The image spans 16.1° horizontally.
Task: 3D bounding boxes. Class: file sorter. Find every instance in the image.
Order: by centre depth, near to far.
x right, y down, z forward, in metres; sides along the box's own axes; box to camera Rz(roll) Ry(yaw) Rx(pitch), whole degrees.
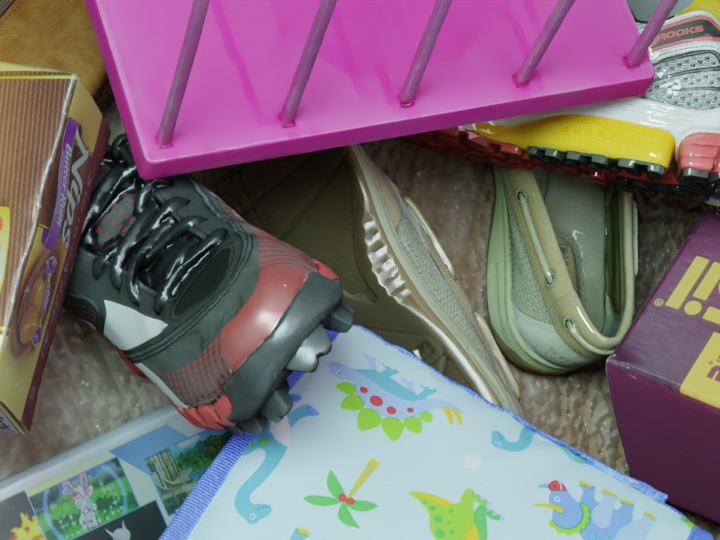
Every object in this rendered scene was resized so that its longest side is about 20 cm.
[{"bbox_3d":[0.008,-0.138,0.886,0.199,0.126,0.140,-11,65,-20],"label":"file sorter"}]

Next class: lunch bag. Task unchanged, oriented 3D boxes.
[{"bbox_3d":[0.008,0.136,0.907,0.169,0.128,0.201,30,74,10],"label":"lunch bag"}]

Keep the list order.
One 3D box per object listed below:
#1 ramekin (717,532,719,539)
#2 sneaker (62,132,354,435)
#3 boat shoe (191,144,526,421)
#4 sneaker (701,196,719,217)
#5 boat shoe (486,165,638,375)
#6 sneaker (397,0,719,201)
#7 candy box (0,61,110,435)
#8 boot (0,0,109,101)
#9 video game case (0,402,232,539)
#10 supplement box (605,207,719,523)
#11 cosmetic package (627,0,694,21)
[{"bbox_3d":[0.209,0.151,0.918,0.199,0.200,0.098,23,73,-18],"label":"ramekin"},{"bbox_3d":[-0.069,0.001,0.904,0.098,0.200,0.071,43,83,-20],"label":"sneaker"},{"bbox_3d":[0.000,0.000,1.016,0.072,0.065,0.201,-38,79,18],"label":"boat shoe"},{"bbox_3d":[0.210,-0.081,1.014,0.199,0.075,0.079,-30,67,13],"label":"sneaker"},{"bbox_3d":[0.085,-0.060,1.065,0.073,0.063,0.202,5,77,-23],"label":"boat shoe"},{"bbox_3d":[0.063,-0.084,1.009,0.199,0.078,0.083,11,84,22],"label":"sneaker"},{"bbox_3d":[-0.198,-0.021,0.880,0.199,0.057,0.117,10,72,10],"label":"candy box"},{"bbox_3d":[-0.069,-0.119,0.979,0.188,0.069,0.200,34,64,6],"label":"boot"},{"bbox_3d":[-0.070,0.150,0.974,0.199,0.022,0.183,-24,90,-26],"label":"video game case"},{"bbox_3d":[0.208,0.013,1.054,0.130,0.103,0.200,21,62,28],"label":"supplement box"},{"bbox_3d":[0.141,-0.192,1.107,0.107,0.085,0.200,-39,95,-24],"label":"cosmetic package"}]
